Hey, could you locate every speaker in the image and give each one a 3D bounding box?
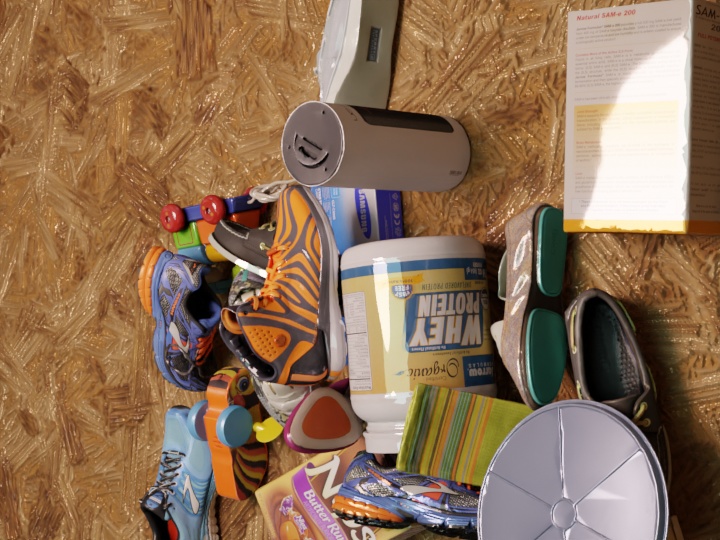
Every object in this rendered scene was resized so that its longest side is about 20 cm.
[{"bbox_3d":[0.017,-0.117,1.291,0.081,0.200,0.081,1,91,41],"label":"speaker"}]

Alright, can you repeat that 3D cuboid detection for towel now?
[{"bbox_3d":[0.137,0.163,1.221,0.200,0.018,0.086,12,100,-4],"label":"towel"}]

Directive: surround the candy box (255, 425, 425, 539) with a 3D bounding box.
[{"bbox_3d":[-0.017,0.252,1.424,0.200,0.056,0.117,-35,68,35],"label":"candy box"}]

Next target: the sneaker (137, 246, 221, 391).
[{"bbox_3d":[-0.194,0.064,1.517,0.078,0.075,0.200,6,133,21],"label":"sneaker"}]

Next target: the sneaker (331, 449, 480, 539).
[{"bbox_3d":[0.072,0.216,1.300,0.200,0.075,0.079,6,74,11],"label":"sneaker"}]

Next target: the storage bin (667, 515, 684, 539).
[{"bbox_3d":[0.210,0.347,1.199,0.198,0.094,0.200,-26,74,39],"label":"storage bin"}]

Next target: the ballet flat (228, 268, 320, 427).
[{"bbox_3d":[-0.095,0.095,1.442,0.072,0.072,0.201,-14,100,41],"label":"ballet flat"}]

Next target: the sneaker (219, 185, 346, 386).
[{"bbox_3d":[-0.082,0.014,1.292,0.078,0.112,0.200,144,120,-62],"label":"sneaker"}]

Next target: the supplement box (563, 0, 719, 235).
[{"bbox_3d":[0.251,-0.131,1.169,0.126,0.073,0.201,3,93,42],"label":"supplement box"}]

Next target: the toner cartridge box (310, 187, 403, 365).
[{"bbox_3d":[0.000,0.000,1.413,0.095,0.043,0.200,-8,86,41],"label":"toner cartridge box"}]

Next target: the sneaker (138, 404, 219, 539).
[{"bbox_3d":[-0.215,0.260,1.576,0.078,0.090,0.201,-3,88,41],"label":"sneaker"}]

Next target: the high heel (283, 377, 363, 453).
[{"bbox_3d":[-0.039,0.155,1.351,0.096,0.200,0.068,-32,82,32],"label":"high heel"}]

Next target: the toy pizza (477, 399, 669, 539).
[{"bbox_3d":[0.184,0.212,1.147,0.200,0.032,0.201,-17,65,41],"label":"toy pizza"}]

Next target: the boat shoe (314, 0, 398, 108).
[{"bbox_3d":[-0.011,-0.221,1.412,0.071,0.070,0.201,19,100,51],"label":"boat shoe"}]

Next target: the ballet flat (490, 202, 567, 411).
[{"bbox_3d":[0.157,0.036,1.250,0.067,0.068,0.200,-12,63,46],"label":"ballet flat"}]

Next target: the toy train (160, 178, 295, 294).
[{"bbox_3d":[-0.133,-0.034,1.511,0.200,0.085,0.116,-8,95,41],"label":"toy train"}]

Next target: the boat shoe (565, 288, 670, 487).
[{"bbox_3d":[0.226,0.115,1.181,0.072,0.061,0.202,-16,78,7],"label":"boat shoe"}]

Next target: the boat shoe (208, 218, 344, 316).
[{"bbox_3d":[-0.079,-0.018,1.413,0.201,0.072,0.061,28,106,33],"label":"boat shoe"}]

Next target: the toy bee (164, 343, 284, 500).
[{"bbox_3d":[-0.137,0.156,1.513,0.131,0.109,0.200,26,133,30],"label":"toy bee"}]

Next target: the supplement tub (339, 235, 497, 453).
[{"bbox_3d":[0.058,0.072,1.295,0.144,0.145,0.200,-8,85,41],"label":"supplement tub"}]
